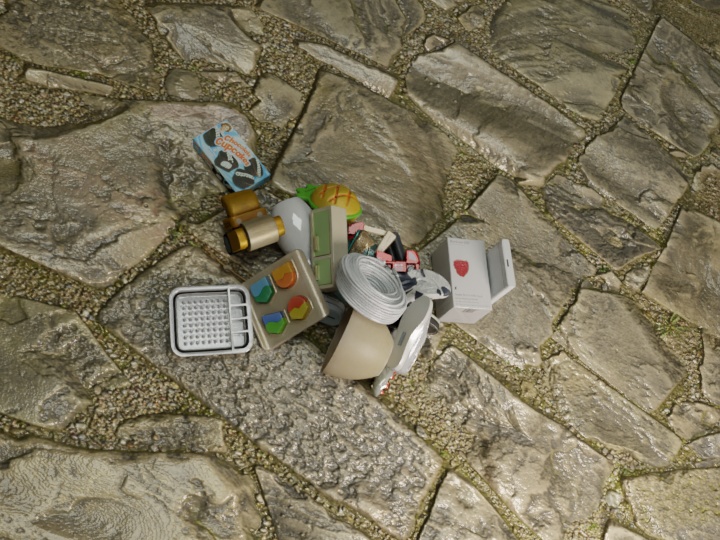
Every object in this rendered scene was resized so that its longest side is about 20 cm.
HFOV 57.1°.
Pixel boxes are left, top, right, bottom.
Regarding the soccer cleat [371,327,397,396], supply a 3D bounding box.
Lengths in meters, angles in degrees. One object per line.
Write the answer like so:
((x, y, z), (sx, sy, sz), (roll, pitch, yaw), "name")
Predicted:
((0.063, 0.232, 1.703), (0.076, 0.070, 0.202), (29, 55, 0), "soccer cleat")

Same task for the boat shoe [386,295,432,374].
((0.135, 0.165, 1.660), (0.068, 0.071, 0.204), (34, 74, -44), "boat shoe")

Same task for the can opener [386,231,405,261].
((0.121, -0.005, 1.836), (0.066, 0.053, 0.205), (6, 62, -52), "can opener")

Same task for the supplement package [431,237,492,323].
((0.277, 0.028, 1.826), (0.118, 0.120, 0.205), (4, 67, -16), "supplement package")

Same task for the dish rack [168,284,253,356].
((-0.364, 0.125, 1.608), (0.195, 0.044, 0.176), (-1, 70, -20), "dish rack")

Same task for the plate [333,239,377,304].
((0.000, 0.000, 1.796), (0.195, 0.026, 0.205), (7, 66, -16), "plate")

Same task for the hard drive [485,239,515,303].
((0.358, 0.018, 1.813), (0.026, 0.200, 0.135), (3, 67, -16), "hard drive")

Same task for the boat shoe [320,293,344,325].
((-0.134, 0.083, 1.699), (0.196, 0.075, 0.067), (25, 29, 1), "boat shoe")

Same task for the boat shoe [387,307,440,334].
((0.118, 0.132, 1.718), (0.197, 0.072, 0.062), (21, 46, -15), "boat shoe")

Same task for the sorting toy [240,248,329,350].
((-0.195, 0.072, 1.636), (0.197, 0.036, 0.189), (-29, 76, 13), "sorting toy")

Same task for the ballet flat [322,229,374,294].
((-0.028, -0.009, 1.722), (0.064, 0.071, 0.202), (32, 99, -5), "ballet flat")

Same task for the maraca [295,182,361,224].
((-0.086, -0.187, 1.792), (0.197, 0.109, 0.136), (29, 31, 25), "maraca")

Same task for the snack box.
((-0.349, -0.300, 1.791), (0.115, 0.037, 0.201), (-37, 84, -28), "snack box")

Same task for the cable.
((0.024, 0.040, 1.592), (0.197, 0.070, 0.202), (23, 28, -34), "cable")

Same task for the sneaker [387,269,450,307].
((0.137, 0.066, 1.750), (0.193, 0.131, 0.081), (-1, 55, 0), "sneaker")

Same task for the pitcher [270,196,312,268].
((-0.140, -0.089, 1.738), (0.169, 0.121, 0.204), (-20, 86, -31), "pitcher")

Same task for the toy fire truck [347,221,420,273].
((0.062, -0.055, 1.779), (0.194, 0.049, 0.145), (0, 76, -3), "toy fire truck")

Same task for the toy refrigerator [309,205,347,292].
((-0.080, -0.053, 1.662), (0.069, 0.074, 0.206), (8, 77, -53), "toy refrigerator")

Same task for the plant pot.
((0.004, 0.185, 1.619), (0.132, 0.201, 0.204), (27, 62, -4), "plant pot")

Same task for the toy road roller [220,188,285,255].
((-0.283, -0.128, 1.655), (0.121, 0.199, 0.150), (-20, 98, -24), "toy road roller")
